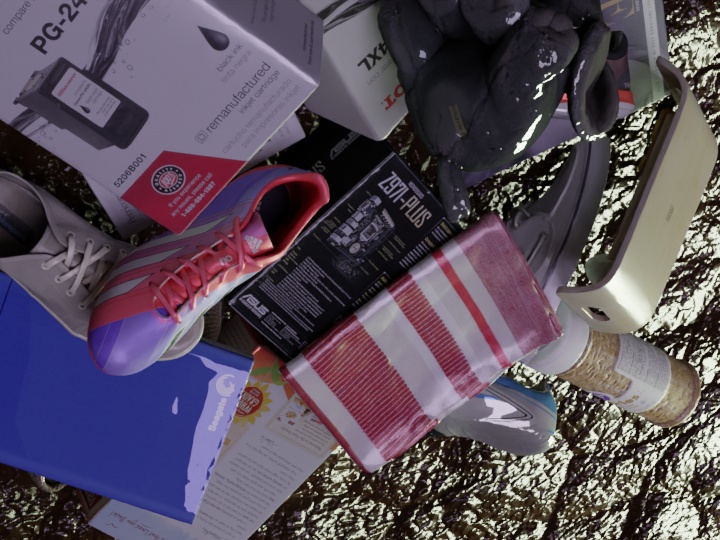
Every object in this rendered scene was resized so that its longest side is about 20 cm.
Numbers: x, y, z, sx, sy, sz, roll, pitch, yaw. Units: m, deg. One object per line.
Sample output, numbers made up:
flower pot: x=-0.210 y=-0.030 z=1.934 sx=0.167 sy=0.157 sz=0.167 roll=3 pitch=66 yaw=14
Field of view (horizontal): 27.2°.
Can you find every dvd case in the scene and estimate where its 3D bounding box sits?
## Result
dvd case: x=0.149 y=-0.161 z=1.153 sx=0.199 sy=0.016 sz=0.149 roll=-25 pitch=130 yaw=-11

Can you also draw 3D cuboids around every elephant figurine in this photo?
elephant figurine: x=0.115 y=-0.145 z=0.967 sx=0.155 sy=0.142 sz=0.200 roll=-44 pitch=166 yaw=34

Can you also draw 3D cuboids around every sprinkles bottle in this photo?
sprinkles bottle: x=0.222 y=0.082 z=1.327 sx=0.200 sy=0.068 sz=0.068 roll=25 pitch=108 yaw=-38

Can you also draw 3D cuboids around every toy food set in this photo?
toy food set: x=0.218 y=-0.055 z=1.180 sx=0.201 sy=0.060 sz=0.143 roll=-67 pitch=154 yaw=-6

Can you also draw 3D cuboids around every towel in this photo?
towel: x=0.051 y=0.059 z=1.138 sx=0.200 sy=0.023 sz=0.144 roll=-37 pitch=131 yaw=-1

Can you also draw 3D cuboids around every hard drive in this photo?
hard drive: x=-0.193 y=0.091 z=1.072 sx=0.199 sy=0.025 sz=0.132 roll=20 pitch=97 yaw=-10

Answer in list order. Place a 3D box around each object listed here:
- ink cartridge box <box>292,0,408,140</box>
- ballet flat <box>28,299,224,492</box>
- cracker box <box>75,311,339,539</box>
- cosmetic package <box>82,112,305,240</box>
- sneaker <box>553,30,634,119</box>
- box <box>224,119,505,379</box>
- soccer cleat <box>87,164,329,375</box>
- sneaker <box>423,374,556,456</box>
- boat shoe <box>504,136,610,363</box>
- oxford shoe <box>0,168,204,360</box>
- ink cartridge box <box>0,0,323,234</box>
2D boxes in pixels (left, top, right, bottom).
ink cartridge box: x=-0.003 y=-0.208 z=0.966 sx=0.146 sy=0.084 sz=0.200 roll=-48 pitch=136 yaw=-14
ballet flat: x=-0.171 y=0.098 z=1.126 sx=0.200 sy=0.075 sz=0.068 roll=-39 pitch=133 yaw=2
cracker box: x=-0.114 y=0.145 z=1.201 sx=0.200 sy=0.058 sz=0.134 roll=-46 pitch=129 yaw=7
cosmetic package: x=-0.142 y=-0.137 z=0.995 sx=0.150 sy=0.052 sz=0.200 roll=-29 pitch=131 yaw=-3
sneaker: x=0.114 y=-0.156 z=1.098 sx=0.199 sy=0.077 sz=0.082 roll=2 pitch=94 yaw=-29
box: x=0.000 y=0.000 z=1.140 sx=0.164 sy=0.086 sz=0.200 roll=-42 pitch=131 yaw=4
soccer cleat: x=-0.101 y=-0.006 z=0.994 sx=0.200 sy=0.076 sz=0.067 roll=-44 pitch=113 yaw=-32
sneaker: x=0.079 y=0.107 z=1.281 sx=0.199 sy=0.073 sz=0.072 roll=17 pitch=142 yaw=-23
boat shoe: x=0.144 y=-0.023 z=1.218 sx=0.065 sy=0.072 sz=0.201 roll=20 pitch=109 yaw=-4
oxford shoe: x=-0.192 y=-0.002 z=1.006 sx=0.200 sy=0.058 sz=0.075 roll=37 pitch=78 yaw=-15
ink cartridge box: x=-0.143 y=-0.137 z=0.869 sx=0.200 sy=0.084 sz=0.145 roll=33 pitch=121 yaw=-23
